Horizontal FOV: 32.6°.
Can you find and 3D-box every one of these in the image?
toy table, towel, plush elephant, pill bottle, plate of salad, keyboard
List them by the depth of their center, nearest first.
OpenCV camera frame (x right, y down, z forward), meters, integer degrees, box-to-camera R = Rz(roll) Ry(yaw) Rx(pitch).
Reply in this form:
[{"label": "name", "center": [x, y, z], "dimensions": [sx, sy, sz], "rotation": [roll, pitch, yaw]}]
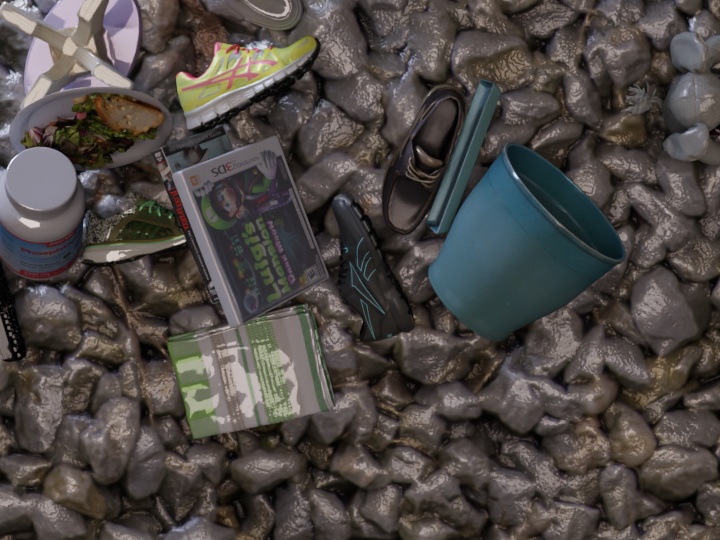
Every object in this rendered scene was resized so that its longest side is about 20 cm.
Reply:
[{"label": "plush elephant", "center": [0.428, -0.206, 1.496], "dimensions": [0.199, 0.155, 0.166], "rotation": [-1, 98, 2]}, {"label": "pill bottle", "center": [-0.394, -0.071, 1.515], "dimensions": [0.108, 0.200, 0.109], "rotation": [5, 68, -13]}, {"label": "plate of salad", "center": [-0.329, -0.164, 1.516], "dimensions": [0.199, 0.200, 0.048], "rotation": [-13, 68, 4]}, {"label": "toy table", "center": [-0.355, -0.271, 1.536], "dimensions": [0.183, 0.117, 0.201], "rotation": [21, 98, -1]}, {"label": "keyboard", "center": [-0.461, 0.021, 1.588], "dimensions": [0.039, 0.104, 0.201], "rotation": [-14, 99, 5]}, {"label": "towel", "center": [-0.145, 0.137, 1.632], "dimensions": [0.199, 0.031, 0.150], "rotation": [-13, 97, 4]}]

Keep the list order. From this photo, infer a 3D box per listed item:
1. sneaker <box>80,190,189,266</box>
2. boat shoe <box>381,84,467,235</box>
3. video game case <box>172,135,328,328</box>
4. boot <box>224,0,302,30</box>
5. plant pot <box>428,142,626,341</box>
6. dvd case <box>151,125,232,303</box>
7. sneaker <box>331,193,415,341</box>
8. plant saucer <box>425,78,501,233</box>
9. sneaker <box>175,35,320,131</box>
[{"label": "sneaker", "center": [-0.271, -0.064, 1.589], "dimensions": [0.199, 0.077, 0.089], "rotation": [-13, 89, 2]}, {"label": "boat shoe", "center": [0.076, -0.141, 1.560], "dimensions": [0.074, 0.073, 0.201], "rotation": [19, 99, -1]}, {"label": "video game case", "center": [-0.132, -0.052, 1.540], "dimensions": [0.023, 0.182, 0.201], "rotation": [-13, 100, 41]}, {"label": "boot", "center": [-0.162, -0.367, 1.524], "dimensions": [0.200, 0.096, 0.074], "rotation": [34, 98, -3]}, {"label": "plant pot", "center": [0.191, -0.022, 1.525], "dimensions": [0.200, 0.200, 0.188], "rotation": [41, 113, -4]}, {"label": "dvd case", "center": [-0.180, -0.073, 1.548], "dimensions": [0.022, 0.146, 0.201], "rotation": [-18, 97, 30]}, {"label": "sneaker", "center": [0.000, 0.000, 1.584], "dimensions": [0.079, 0.075, 0.201], "rotation": [-23, 97, 8]}, {"label": "plant saucer", "center": [0.131, -0.143, 1.562], "dimensions": [0.019, 0.070, 0.201], "rotation": [18, 99, -12]}, {"label": "sneaker", "center": [-0.146, -0.255, 1.552], "dimensions": [0.199, 0.078, 0.091], "rotation": [-26, 90, 4]}]
